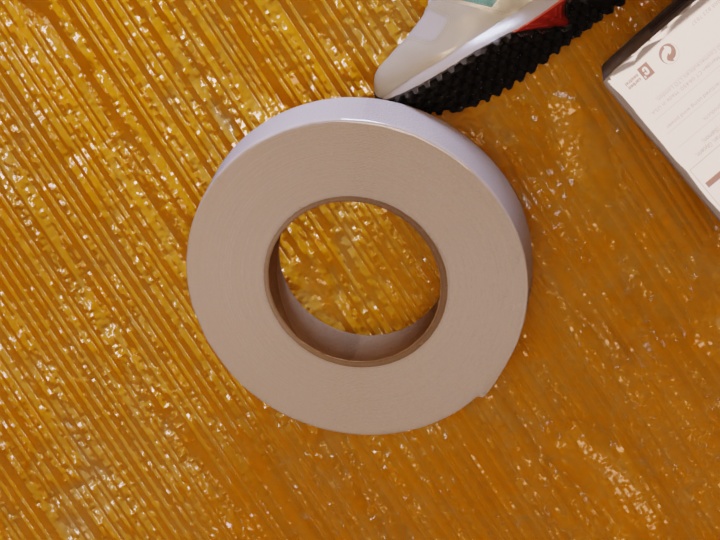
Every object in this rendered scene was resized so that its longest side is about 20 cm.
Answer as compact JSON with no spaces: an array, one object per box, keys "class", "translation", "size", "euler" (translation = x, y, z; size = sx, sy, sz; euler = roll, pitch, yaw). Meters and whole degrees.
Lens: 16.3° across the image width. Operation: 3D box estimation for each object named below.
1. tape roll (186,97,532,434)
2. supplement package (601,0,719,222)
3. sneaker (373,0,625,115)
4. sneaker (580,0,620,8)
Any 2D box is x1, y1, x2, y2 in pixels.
[{"class":"tape roll","translation":[0.000,0.000,1.440],"size":[0.201,0.037,0.204],"euler":[4,115,9]},{"class":"supplement package","translation":[0.239,-0.071,1.386],"size":[0.117,0.117,0.200],"euler":[-40,94,9]},{"class":"sneaker","translation":[0.082,-0.169,1.421],"size":[0.199,0.070,0.094],"euler":[-34,68,19]},{"class":"sneaker","translation":[0.198,-0.203,1.309],"size":[0.090,0.070,0.200],"euler":[42,86,18]}]
